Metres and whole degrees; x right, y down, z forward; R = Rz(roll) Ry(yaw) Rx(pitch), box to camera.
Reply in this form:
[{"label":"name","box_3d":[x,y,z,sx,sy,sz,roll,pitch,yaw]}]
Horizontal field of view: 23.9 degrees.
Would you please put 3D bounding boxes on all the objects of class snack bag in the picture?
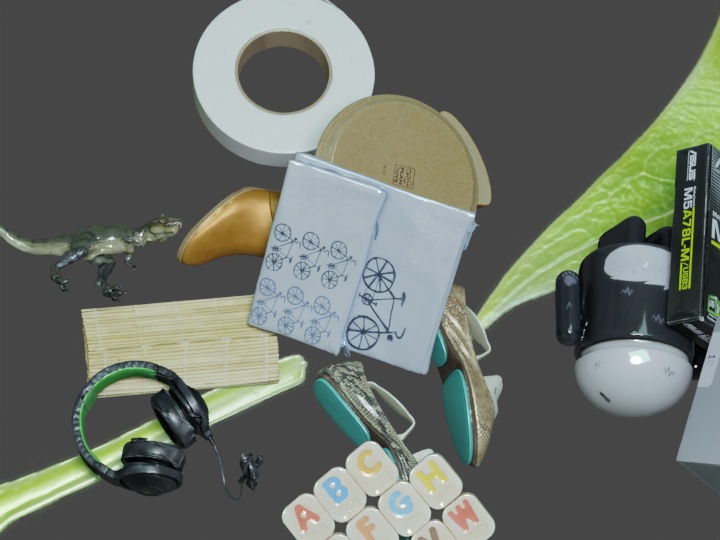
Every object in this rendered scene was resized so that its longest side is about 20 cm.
[{"label":"snack bag","box_3d":[0.000,0.000,1.701,0.199,0.021,0.190,19,108,7]}]

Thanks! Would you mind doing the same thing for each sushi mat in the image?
[{"label":"sushi mat","box_3d":[-0.183,0.077,1.738,0.198,0.012,0.096,-5,68,-6]}]

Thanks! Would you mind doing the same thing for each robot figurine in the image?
[{"label":"robot figurine","box_3d":[0.279,0.050,1.732,0.149,0.125,0.202,-1,66,15]}]

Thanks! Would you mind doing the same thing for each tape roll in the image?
[{"label":"tape roll","box_3d":[-0.084,-0.210,1.854,0.201,0.037,0.204,2,67,-4]}]

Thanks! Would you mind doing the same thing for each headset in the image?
[{"label":"headset","box_3d":[-0.188,0.162,1.658,0.199,0.094,0.124,26,68,8]}]

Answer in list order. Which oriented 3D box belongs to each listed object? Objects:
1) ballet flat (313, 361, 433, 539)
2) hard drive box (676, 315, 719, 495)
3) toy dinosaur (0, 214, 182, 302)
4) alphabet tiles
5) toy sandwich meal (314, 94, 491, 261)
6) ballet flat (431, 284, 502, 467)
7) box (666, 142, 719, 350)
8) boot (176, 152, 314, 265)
[{"label":"ballet flat","box_3d":[0.029,0.173,1.694,0.075,0.068,0.201,-20,67,-29]},{"label":"hard drive box","box_3d":[0.407,0.157,1.654,0.076,0.200,0.157,1,62,44]},{"label":"toy dinosaur","box_3d":[-0.282,-0.015,1.752,0.198,0.048,0.089,-2,53,-5]},{"label":"alphabet tiles","box_3d":[0.027,0.272,1.631,0.200,0.015,0.196,-39,90,1]},{"label":"toy sandwich meal","box_3d":[0.036,-0.092,1.769,0.204,0.070,0.207,5,76,-21]},{"label":"ballet flat","box_3d":[0.109,0.100,1.728,0.065,0.071,0.201,-8,71,-23]},{"label":"box","box_3d":[0.386,-0.002,1.739,0.199,0.047,0.195,31,60,-41]},{"label":"boot","box_3d":[-0.074,-0.024,1.759,0.201,0.071,0.144,-35,74,-21]}]
